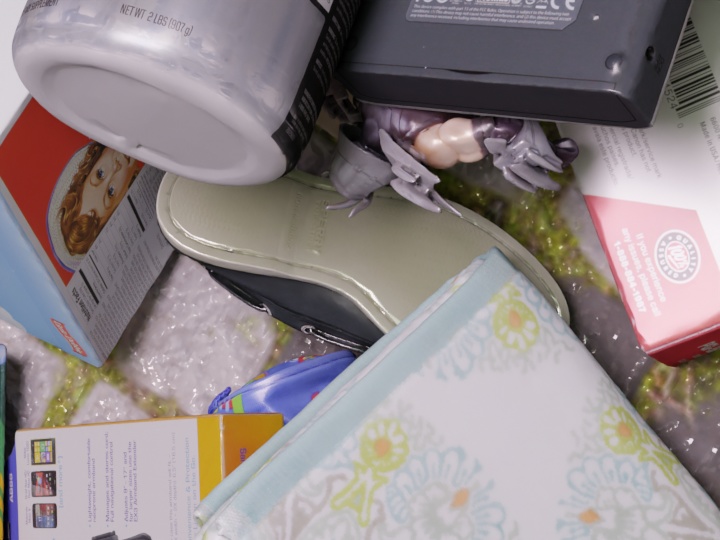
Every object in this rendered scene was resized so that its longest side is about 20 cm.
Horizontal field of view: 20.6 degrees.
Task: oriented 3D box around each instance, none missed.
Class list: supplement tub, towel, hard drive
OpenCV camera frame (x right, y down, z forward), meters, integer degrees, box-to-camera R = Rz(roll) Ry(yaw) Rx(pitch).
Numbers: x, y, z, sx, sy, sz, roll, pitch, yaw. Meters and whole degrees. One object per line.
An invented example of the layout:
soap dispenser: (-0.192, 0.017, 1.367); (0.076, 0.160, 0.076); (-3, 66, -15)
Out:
supplement tub: (-0.049, -0.146, 0.787); (0.122, 0.123, 0.201); (14, 72, 19)
towel: (0.043, 0.114, 0.855); (0.200, 0.048, 0.172); (-41, 97, -21)
hard drive: (0.081, -0.157, 0.792); (0.139, 0.033, 0.201); (8, 71, 36)

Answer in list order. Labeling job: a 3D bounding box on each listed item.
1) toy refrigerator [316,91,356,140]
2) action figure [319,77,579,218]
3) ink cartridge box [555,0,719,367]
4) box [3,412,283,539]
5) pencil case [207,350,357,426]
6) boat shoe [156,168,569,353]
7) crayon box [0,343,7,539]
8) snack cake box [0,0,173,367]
toy refrigerator: (0.044, -0.146, 0.925); (0.076, 0.070, 0.201); (35, 95, -14)
action figure: (0.059, -0.093, 0.836); (0.200, 0.069, 0.130); (-43, 56, 2)
ink cartridge box: (0.197, -0.062, 0.866); (0.199, 0.083, 0.148); (-23, 76, 14)
box: (-0.106, 0.130, 0.925); (0.199, 0.041, 0.120); (-9, 82, 52)
pencil case: (-0.016, 0.140, 0.912); (0.086, 0.078, 0.201); (-12, 77, -18)
boat shoe: (-0.001, 0.002, 0.930); (0.198, 0.066, 0.075); (14, 73, -3)
crayon box: (-0.240, 0.136, 0.968); (0.125, 0.052, 0.202); (2, 83, -21)
snack cake box: (-0.139, -0.054, 0.900); (0.067, 0.200, 0.115); (24, 69, 19)
